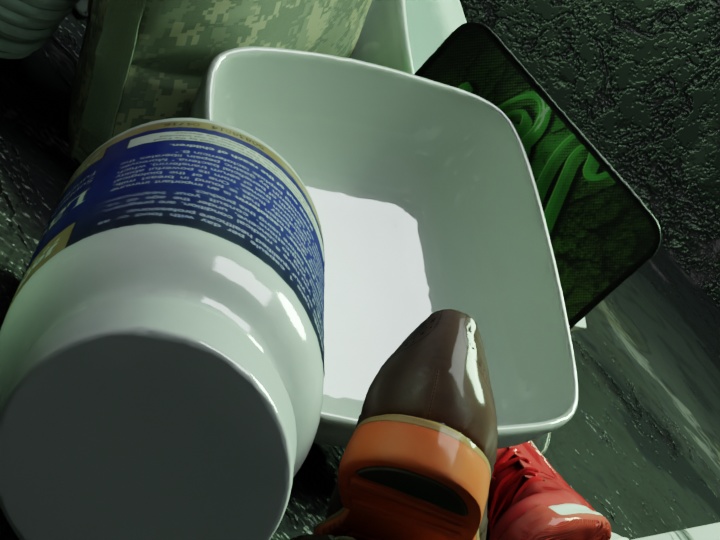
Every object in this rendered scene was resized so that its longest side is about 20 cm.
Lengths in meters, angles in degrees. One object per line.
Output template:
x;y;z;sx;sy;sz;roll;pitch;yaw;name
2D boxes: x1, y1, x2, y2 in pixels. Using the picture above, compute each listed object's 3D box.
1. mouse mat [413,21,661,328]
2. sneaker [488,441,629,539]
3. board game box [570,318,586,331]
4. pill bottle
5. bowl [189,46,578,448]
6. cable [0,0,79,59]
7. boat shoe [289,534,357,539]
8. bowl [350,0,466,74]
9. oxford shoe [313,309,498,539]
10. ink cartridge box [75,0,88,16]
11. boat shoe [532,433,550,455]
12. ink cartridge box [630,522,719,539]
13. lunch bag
0.049;-0.015;0.895;0.161;0.200;0.008;49;27;7;mouse mat
0.078;0.130;0.886;0.116;0.078;0.200;44;-1;22;sneaker
0.096;-0.026;1.002;0.200;0.034;0.128;11;68;-72;board game box
-0.069;0.025;0.584;0.116;0.116;0.200;44;14;-16;pill bottle
0.000;0.000;0.796;0.198;0.075;0.202;8;59;-34;bowl
-0.223;-0.197;0.813;0.200;0.069;0.201;38;17;-37;cable
0.043;0.164;0.647;0.202;0.075;0.075;41;9;-28;boat shoe
0.018;-0.106;1.016;0.201;0.089;0.203;-13;90;-73;bowl
0.025;0.082;0.650;0.070;0.073;0.200;17;-26;1;oxford shoe
-0.174;-0.252;1.086;0.146;0.084;0.200;48;14;-2;ink cartridge box
0.091;0.072;1.063;0.063;0.071;0.200;44;10;-25;boat shoe
0.174;0.191;0.797;0.198;0.067;0.116;-4;45;-33;ink cartridge box
-0.073;-0.153;0.827;0.117;0.165;0.200;37;43;12;lunch bag
